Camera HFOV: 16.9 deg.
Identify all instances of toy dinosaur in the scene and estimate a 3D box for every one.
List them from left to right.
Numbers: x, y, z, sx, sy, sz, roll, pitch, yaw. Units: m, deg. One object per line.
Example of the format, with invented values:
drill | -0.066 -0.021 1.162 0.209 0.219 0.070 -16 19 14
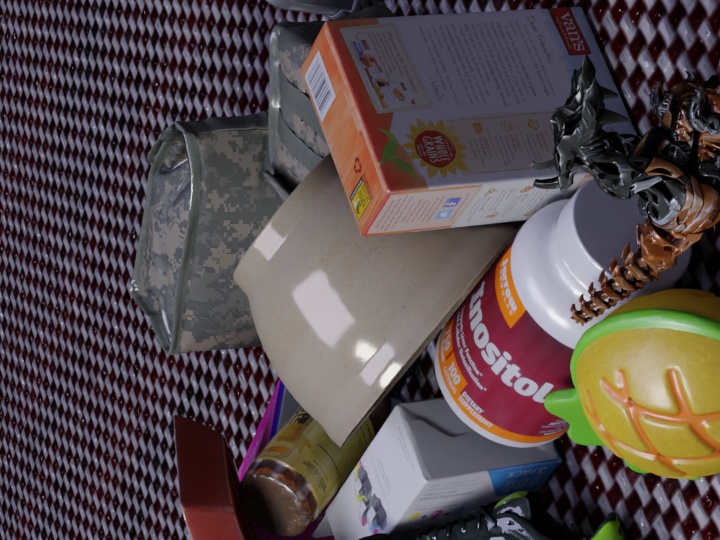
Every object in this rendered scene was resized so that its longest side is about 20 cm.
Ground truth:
toy dinosaur | 0.180 -0.061 1.448 0.201 0.135 0.102 -64 6 -8

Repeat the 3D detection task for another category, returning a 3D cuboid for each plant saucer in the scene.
plant saucer | -0.091 0.223 1.810 0.200 0.037 0.200 -108 0 -73

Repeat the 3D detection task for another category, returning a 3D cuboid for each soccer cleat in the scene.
soccer cleat | 0.089 0.190 1.676 0.199 0.067 0.081 4 101 19

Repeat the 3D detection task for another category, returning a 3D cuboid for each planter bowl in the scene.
planter bowl | 0.000 0.000 1.644 0.135 0.200 0.200 40 142 3

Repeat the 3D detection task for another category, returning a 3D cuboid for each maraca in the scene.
maraca | 0.189 0.078 1.491 0.107 0.137 0.200 -64 5 -29

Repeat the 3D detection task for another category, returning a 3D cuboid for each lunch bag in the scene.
lunch bag | -0.087 -0.044 1.951 0.118 0.163 0.201 -126 40 -49
lunch bag | 0.008 -0.072 1.804 0.164 0.117 0.201 44 139 49

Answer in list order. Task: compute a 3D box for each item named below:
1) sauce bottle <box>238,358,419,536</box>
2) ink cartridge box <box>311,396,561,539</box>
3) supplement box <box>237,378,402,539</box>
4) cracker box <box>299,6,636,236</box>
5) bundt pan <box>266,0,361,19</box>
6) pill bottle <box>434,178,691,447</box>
sauce bottle | -0.019 0.118 1.831 0.066 0.200 0.066 17 130 21
ink cartridge box | 0.052 0.169 1.776 0.200 0.115 0.068 -59 44 50
supplement box | -0.048 0.186 1.945 0.104 0.101 0.200 -81 11 -47
cracker box | 0.075 -0.100 1.587 0.058 0.199 0.134 -58 45 52
bundt pan | -0.053 -0.297 1.898 0.202 0.075 0.203 18 110 62
pill bottle | 0.134 0.025 1.591 0.200 0.113 0.113 -56 47 51
